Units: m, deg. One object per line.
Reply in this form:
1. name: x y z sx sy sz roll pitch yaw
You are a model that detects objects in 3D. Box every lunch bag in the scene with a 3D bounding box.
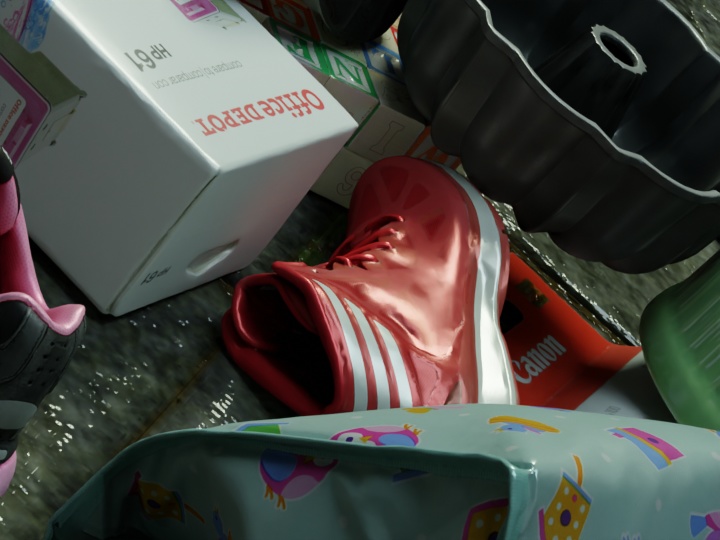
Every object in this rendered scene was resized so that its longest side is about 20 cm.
1. lunch bag: 0.015 0.105 0.876 0.170 0.199 0.123 3 88 -52

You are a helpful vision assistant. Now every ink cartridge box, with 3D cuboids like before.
1. ink cartridge box: -0.115 -0.089 1.083 0.200 0.085 0.144 46 24 8
2. ink cartridge box: 0.131 0.065 1.236 0.200 0.057 0.162 49 25 5

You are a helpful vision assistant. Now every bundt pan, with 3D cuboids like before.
1. bundt pan: 0.098 -0.078 1.241 0.201 0.076 0.202 31 29 -20

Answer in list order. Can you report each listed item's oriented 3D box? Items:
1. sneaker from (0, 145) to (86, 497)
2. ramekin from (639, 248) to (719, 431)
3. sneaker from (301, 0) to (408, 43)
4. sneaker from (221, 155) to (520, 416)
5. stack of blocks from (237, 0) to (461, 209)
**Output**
1. sneaker: -0.152 -0.019 0.898 0.079 0.096 0.200 7 39 -49
2. ramekin: 0.236 0.053 1.238 0.199 0.098 0.200 34 24 -17
3. sneaker: -0.043 -0.171 1.196 0.115 0.076 0.200 36 8 22
4. sneaker: 0.000 0.000 1.115 0.115 0.078 0.200 29 26 -29
5. stack of blocks: -0.052 -0.108 1.241 0.199 0.059 0.115 26 28 -31
